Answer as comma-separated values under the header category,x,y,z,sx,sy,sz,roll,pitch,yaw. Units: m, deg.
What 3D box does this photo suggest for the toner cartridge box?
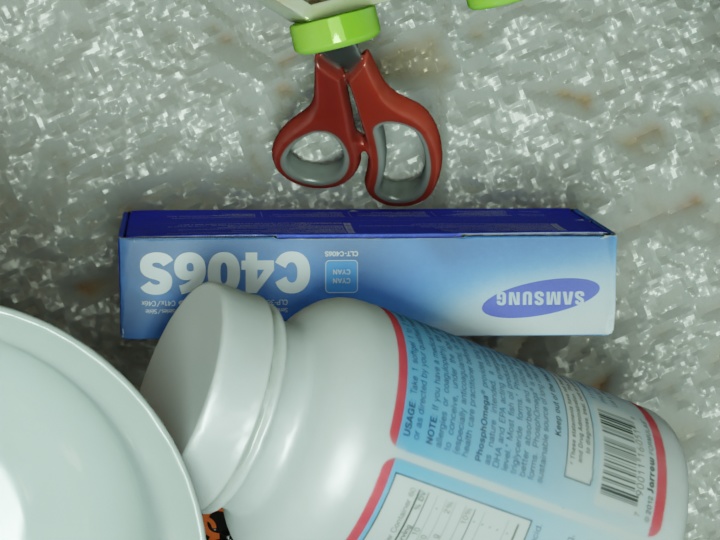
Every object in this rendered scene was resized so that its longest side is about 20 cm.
category,x,y,z,sx,sy,sz,roll,pitch,yaw
toner cartridge box,0.000,0.000,0.938,0.198,0.095,0.044,0,99,-4

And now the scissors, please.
category,x,y,z,sx,sy,sz,roll,pitch,yaw
scissors,-0.002,-0.088,0.898,0.072,0.201,0.014,7,56,5

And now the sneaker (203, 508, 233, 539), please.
category,x,y,z,sx,sy,sz,roll,pitch,yaw
sneaker,-0.011,0.105,0.961,0.198,0.077,0.079,-13,97,-4

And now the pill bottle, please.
category,x,y,z,sx,sy,sz,roll,pitch,yaw
pill bottle,0.018,0.075,0.867,0.199,0.109,0.110,21,96,-21

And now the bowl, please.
category,x,y,z,sx,sy,sz,roll,pitch,yaw
bowl,-0.159,0.101,0.802,0.199,0.090,0.203,-3,99,-15

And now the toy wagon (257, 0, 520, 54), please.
category,x,y,z,sx,sy,sz,roll,pitch,yaw
toy wagon,-0.017,-0.157,0.799,0.198,0.040,0.157,-16,98,-16
